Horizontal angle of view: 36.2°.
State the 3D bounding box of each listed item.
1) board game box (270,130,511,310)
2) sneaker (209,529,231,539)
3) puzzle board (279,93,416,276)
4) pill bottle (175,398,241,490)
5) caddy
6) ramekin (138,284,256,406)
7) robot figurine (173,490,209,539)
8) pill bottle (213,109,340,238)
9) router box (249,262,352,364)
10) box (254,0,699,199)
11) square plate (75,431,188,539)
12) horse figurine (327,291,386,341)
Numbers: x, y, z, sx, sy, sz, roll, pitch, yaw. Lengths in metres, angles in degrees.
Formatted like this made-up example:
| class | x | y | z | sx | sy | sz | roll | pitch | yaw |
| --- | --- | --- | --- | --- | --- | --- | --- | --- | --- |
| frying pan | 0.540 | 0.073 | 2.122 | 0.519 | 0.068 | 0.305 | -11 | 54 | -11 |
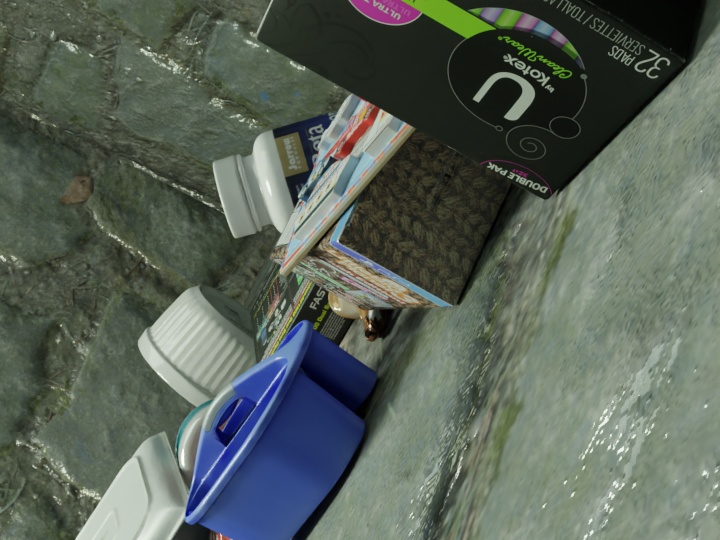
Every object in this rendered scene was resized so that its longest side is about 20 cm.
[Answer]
| class | x | y | z | sx | sy | sz | roll | pitch | yaw |
| --- | --- | --- | --- | --- | --- | --- | --- | --- | --- |
| board game box | 0.027 | -0.062 | 0.847 | 0.160 | 0.097 | 0.200 | -64 | 15 | -10 |
| sneaker | -0.101 | 0.188 | 1.041 | 0.116 | 0.078 | 0.200 | -53 | 11 | 46 |
| puzzle board | 0.003 | -0.103 | 0.780 | 0.200 | 0.017 | 0.151 | -47 | 20 | 46 |
| pill bottle | -0.140 | 0.190 | 1.169 | 0.111 | 0.110 | 0.200 | -64 | 8 | -9 |
| caddy | -0.074 | 0.132 | 0.889 | 0.200 | 0.105 | 0.142 | -54 | 9 | 30 |
| ramekin | -0.175 | 0.107 | 1.418 | 0.105 | 0.200 | 0.200 | -53 | 8 | 5 |
| robot figurine | -0.199 | 0.315 | 1.129 | 0.169 | 0.113 | 0.200 | -33 | 19 | 21 |
| pill bottle | -0.045 | -0.100 | 1.129 | 0.111 | 0.199 | 0.112 | 163 | 90 | -88 |
| router box | -0.053 | 0.020 | 1.229 | 0.201 | 0.062 | 0.150 | -60 | 22 | 24 |
| box | 0.068 | -0.164 | 0.613 | 0.149 | 0.199 | 0.125 | -52 | 13 | 57 |
| square plate | -0.240 | 0.267 | 1.069 | 0.201 | 0.028 | 0.198 | -57 | 21 | 1 |
| horse figurine | 0.000 | 0.000 | 1.038 | 0.200 | 0.050 | 0.133 | 173 | 102 | -70 |
